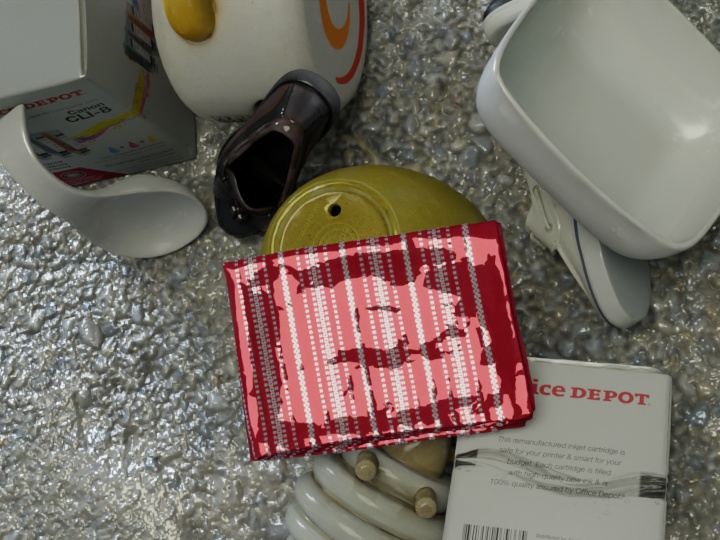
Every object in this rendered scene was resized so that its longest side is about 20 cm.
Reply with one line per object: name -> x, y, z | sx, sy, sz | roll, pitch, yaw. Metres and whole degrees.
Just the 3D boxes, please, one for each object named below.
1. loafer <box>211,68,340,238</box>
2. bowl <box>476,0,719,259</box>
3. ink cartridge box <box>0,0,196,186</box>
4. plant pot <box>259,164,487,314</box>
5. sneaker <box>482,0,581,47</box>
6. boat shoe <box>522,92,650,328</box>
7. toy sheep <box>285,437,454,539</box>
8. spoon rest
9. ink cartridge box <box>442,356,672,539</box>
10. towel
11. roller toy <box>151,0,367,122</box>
loafer -> -0.080, -0.079, 0.951 | 0.072, 0.200, 0.063 | 32, 52, -5
bowl -> 0.181, -0.113, 0.878 | 0.200, 0.075, 0.200 | 43, 53, -5
ink cartridge box -> -0.248, -0.176, 1.020 | 0.145, 0.200, 0.145 | -11, 73, 16
plant pot -> 0.000, 0.000, 0.926 | 0.200, 0.142, 0.201 | -5, 75, 17
sneaker -> 0.181, -0.259, 0.977 | 0.200, 0.073, 0.112 | -21, 67, 3
boat shoe -> 0.162, -0.044, 0.932 | 0.070, 0.071, 0.200 | -29, 71, 38
toy sheep -> 0.004, 0.190, 0.882 | 0.138, 0.138, 0.200 | 34, 95, 22
spoon rest -> -0.210, -0.059, 0.983 | 0.099, 0.200, 0.061 | -32, 49, 26
ink cartridge box -> 0.136, 0.168, 0.836 | 0.144, 0.084, 0.200 | 5, 61, 12
towel -> 0.012, 0.049, 0.828 | 0.200, 0.022, 0.145 | -9, 84, 4
roller toy -> -0.084, -0.211, 0.983 | 0.139, 0.183, 0.200 | -1, 43, 19
